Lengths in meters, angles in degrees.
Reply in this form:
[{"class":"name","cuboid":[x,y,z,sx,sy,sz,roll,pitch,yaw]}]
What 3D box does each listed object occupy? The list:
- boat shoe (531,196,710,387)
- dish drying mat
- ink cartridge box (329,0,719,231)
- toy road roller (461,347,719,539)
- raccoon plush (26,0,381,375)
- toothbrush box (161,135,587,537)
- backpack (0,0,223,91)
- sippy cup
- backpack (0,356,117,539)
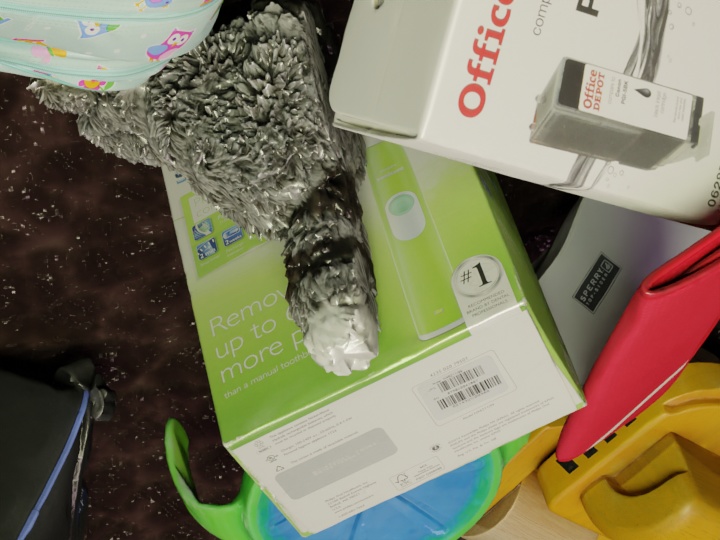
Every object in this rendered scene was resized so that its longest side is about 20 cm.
[{"class":"boat shoe","cuboid":[0.116,0.014,0.960,0.072,0.200,0.068,39,139,-1]},{"class":"dish drying mat","cuboid":[0.132,0.031,0.829,0.077,0.018,0.200,-32,163,-18]},{"class":"ink cartridge box","cuboid":[0.105,-0.103,0.787,0.200,0.083,0.147,12,95,-28]},{"class":"toy road roller","cuboid":[0.149,0.125,1.082,0.123,0.146,0.200,28,120,-36]},{"class":"raccoon plush","cuboid":[-0.072,-0.041,0.808,0.134,0.200,0.097,-14,138,11]},{"class":"toothbrush box","cuboid":[0.000,0.000,0.873,0.146,0.200,0.086,-25,134,9]},{"class":"backpack","cuboid":[-0.136,-0.153,0.729,0.200,0.167,0.127,10,149,-30]},{"class":"sippy cup","cuboid":[-0.006,0.070,0.990,0.178,0.130,0.140,8,131,-24]},{"class":"backpack","cuboid":[-0.226,0.159,0.980,0.147,0.183,0.200,15,132,1]}]
